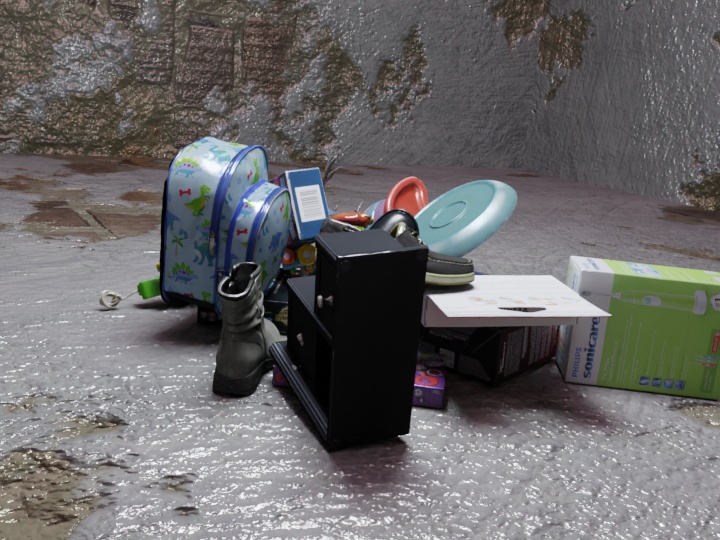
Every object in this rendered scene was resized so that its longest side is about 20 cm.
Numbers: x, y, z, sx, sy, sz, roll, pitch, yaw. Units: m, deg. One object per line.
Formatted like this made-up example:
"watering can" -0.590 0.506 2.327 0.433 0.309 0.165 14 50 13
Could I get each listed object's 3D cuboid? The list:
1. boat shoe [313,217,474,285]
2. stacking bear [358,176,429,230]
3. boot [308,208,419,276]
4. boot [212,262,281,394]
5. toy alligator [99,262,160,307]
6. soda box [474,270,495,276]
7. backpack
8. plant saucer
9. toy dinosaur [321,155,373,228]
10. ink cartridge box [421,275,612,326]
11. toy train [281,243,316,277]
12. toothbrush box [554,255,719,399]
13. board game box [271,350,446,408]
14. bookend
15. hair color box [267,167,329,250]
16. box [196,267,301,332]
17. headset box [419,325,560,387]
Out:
"boat shoe" 0.045 -0.024 0.928 0.196 0.068 0.072 7 5 -11
"stacking bear" 0.034 -0.058 1.370 0.113 0.123 0.199 -24 -5 -40
"boot" 0.000 0.000 1.032 0.076 0.201 0.168 39 4 9
"boot" -0.127 0.051 0.928 0.066 0.134 0.200 6 13 1
"toy alligator" -0.278 0.018 1.145 0.198 0.061 0.054 -20 12 -39
"soda box" 0.145 0.030 1.269 0.197 0.065 0.069 15 17 38
"backpack" -0.172 -0.065 1.037 0.144 0.204 0.183 10 26 11
"plant saucer" 0.133 -0.073 1.143 0.198 0.028 0.201 -29 23 13
"toy dinosaur" -0.043 -0.064 1.200 0.104 0.203 0.182 25 12 -14
"ink cartridge box" 0.169 0.046 0.931 0.195 0.045 0.174 0 16 -11
"toy train" -0.053 -0.011 1.211 0.197 0.057 0.149 -12 -4 -34
"toothbrush box" 0.362 0.071 1.007 0.195 0.149 0.086 5 14 3
"board game box" 0.003 0.118 0.938 0.196 0.033 0.120 7 18 6
"bookend" -0.022 0.038 0.808 0.090 0.204 0.199 -6 26 -23
"hair color box" -0.123 -0.078 1.185 0.060 0.102 0.199 -10 -4 -33
"box" -0.143 0.038 1.163 0.155 0.047 0.200 6 13 2
"headset box" 0.170 0.078 1.055 0.147 0.077 0.198 15 17 38
